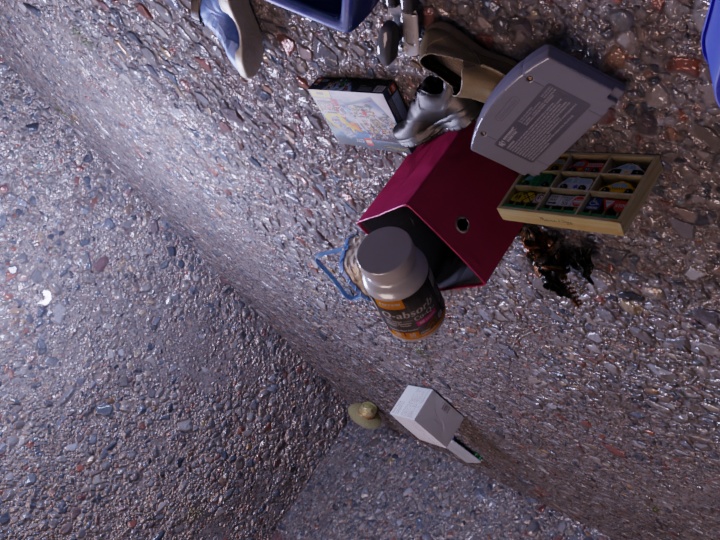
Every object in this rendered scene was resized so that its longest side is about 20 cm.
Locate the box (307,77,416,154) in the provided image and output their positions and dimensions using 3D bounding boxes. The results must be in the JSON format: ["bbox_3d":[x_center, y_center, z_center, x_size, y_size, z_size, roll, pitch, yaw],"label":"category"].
[{"bbox_3d":[0.006,-0.291,1.173,0.199,0.038,0.137,19,153,42],"label":"box"}]

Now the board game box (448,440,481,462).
[{"bbox_3d":[0.454,0.826,2.936,0.199,0.026,0.200,36,160,2],"label":"board game box"}]

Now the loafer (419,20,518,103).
[{"bbox_3d":[0.165,-0.271,0.893,0.199,0.068,0.076,32,160,7],"label":"loafer"}]

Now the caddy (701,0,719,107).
[{"bbox_3d":[0.388,-0.230,0.558,0.140,0.106,0.201,4,149,18],"label":"caddy"}]

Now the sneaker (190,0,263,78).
[{"bbox_3d":[-0.256,-0.460,1.181,0.110,0.077,0.201,22,152,22],"label":"sneaker"}]

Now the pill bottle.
[{"bbox_3d":[0.069,0.025,1.064,0.116,0.117,0.201,22,157,35],"label":"pill bottle"}]

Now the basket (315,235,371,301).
[{"bbox_3d":[0.000,0.000,1.656,0.198,0.140,0.177,-18,128,30],"label":"basket"}]

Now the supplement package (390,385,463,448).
[{"bbox_3d":[0.265,0.582,2.529,0.191,0.148,0.200,43,160,-17],"label":"supplement package"}]

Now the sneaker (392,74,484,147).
[{"bbox_3d":[0.115,-0.264,1.017,0.091,0.076,0.199,51,148,-19],"label":"sneaker"}]

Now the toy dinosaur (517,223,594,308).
[{"bbox_3d":[0.357,-0.014,1.149,0.199,0.103,0.136,29,-173,-19],"label":"toy dinosaur"}]

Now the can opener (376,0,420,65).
[{"bbox_3d":[0.052,-0.375,0.876,0.052,0.067,0.201,27,153,22],"label":"can opener"}]

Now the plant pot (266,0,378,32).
[{"bbox_3d":[-0.038,-0.424,0.705,0.199,0.180,0.201,30,149,19],"label":"plant pot"}]

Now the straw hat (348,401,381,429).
[{"bbox_3d":[0.040,0.755,3.392,0.200,0.201,0.086,32,117,13],"label":"straw hat"}]

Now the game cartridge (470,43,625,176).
[{"bbox_3d":[0.239,-0.212,0.855,0.132,0.041,0.200,20,150,-12],"label":"game cartridge"}]

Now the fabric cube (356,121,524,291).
[{"bbox_3d":[0.152,-0.104,1.101,0.196,0.200,0.200,43,160,-16],"label":"fabric cube"}]

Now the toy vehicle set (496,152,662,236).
[{"bbox_3d":[0.311,-0.116,0.908,0.199,0.125,0.027,14,151,48],"label":"toy vehicle set"}]
